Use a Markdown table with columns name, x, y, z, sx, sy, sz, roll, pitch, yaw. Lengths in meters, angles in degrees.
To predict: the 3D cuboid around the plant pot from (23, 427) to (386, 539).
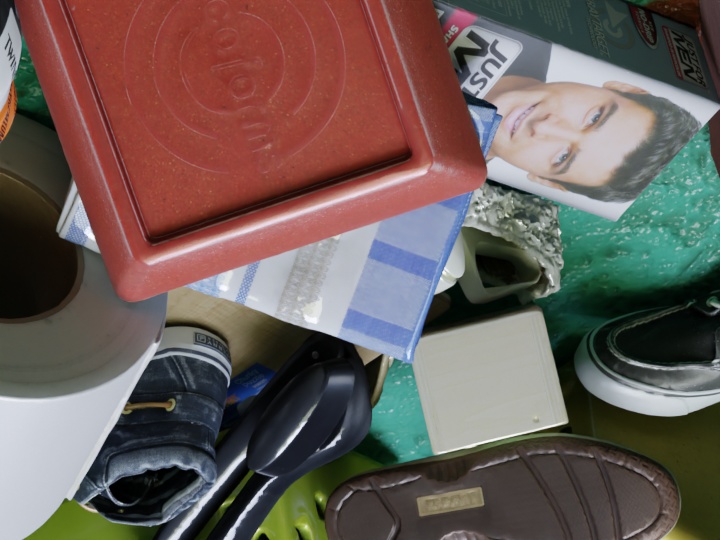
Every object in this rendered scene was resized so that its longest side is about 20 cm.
| name | x | y | z | sx | sy | sz | roll | pitch | yaw |
| --- | --- | --- | --- | --- | --- | --- | --- | --- | --- |
| plant pot | -0.073 | 0.219 | 1.733 | 0.199 | 0.182 | 0.199 | -25 | 156 | 20 |

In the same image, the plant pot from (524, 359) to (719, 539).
| name | x | y | z | sx | sy | sz | roll | pitch | yaw |
| --- | --- | --- | --- | --- | --- | --- | --- | --- | --- |
| plant pot | 0.158 | 0.167 | 1.773 | 0.195 | 0.195 | 0.200 | -34 | 125 | 25 |

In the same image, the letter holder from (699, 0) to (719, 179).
| name | x | y | z | sx | sy | sz | roll | pitch | yaw |
| --- | --- | --- | --- | --- | --- | --- | --- | --- | --- |
| letter holder | 0.242 | -0.086 | 1.527 | 0.100 | 0.143 | 0.200 | -12 | 140 | 1 |

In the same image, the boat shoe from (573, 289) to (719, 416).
| name | x | y | z | sx | sy | sz | roll | pitch | yaw |
| --- | --- | --- | --- | --- | --- | --- | --- | --- | --- |
| boat shoe | 0.223 | 0.036 | 1.726 | 0.199 | 0.071 | 0.064 | -5 | 141 | -19 |

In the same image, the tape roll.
| name | x | y | z | sx | sy | sz | roll | pitch | yaw |
| --- | --- | --- | --- | --- | --- | --- | --- | --- | --- |
| tape roll | -0.216 | 0.028 | 1.507 | 0.202 | 0.203 | 0.139 | 10 | 135 | -23 |

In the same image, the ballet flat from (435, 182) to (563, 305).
| name | x | y | z | sx | sy | sz | roll | pitch | yaw |
| --- | --- | --- | --- | --- | --- | --- | --- | --- | --- |
| ballet flat | 0.052 | -0.017 | 1.561 | 0.072 | 0.072 | 0.200 | -38 | 154 | 28 |

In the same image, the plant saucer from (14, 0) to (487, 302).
| name | x | y | z | sx | sy | sz | roll | pitch | yaw |
| --- | --- | --- | --- | --- | --- | --- | --- | --- | --- |
| plant saucer | -0.060 | -0.102 | 1.428 | 0.199 | 0.037 | 0.201 | -18 | 100 | 6 |

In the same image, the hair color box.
| name | x | y | z | sx | sy | sz | roll | pitch | yaw |
| --- | --- | --- | --- | --- | --- | --- | --- | --- | --- |
| hair color box | 0.079 | -0.103 | 1.533 | 0.199 | 0.061 | 0.099 | 17 | 132 | -30 |

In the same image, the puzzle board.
| name | x | y | z | sx | sy | sz | roll | pitch | yaw |
| --- | --- | --- | --- | --- | --- | --- | --- | --- | --- |
| puzzle board | -0.070 | 0.027 | 1.608 | 0.150 | 0.017 | 0.200 | 27 | 138 | -29 |

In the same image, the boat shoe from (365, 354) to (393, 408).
| name | x | y | z | sx | sy | sz | roll | pitch | yaw |
| --- | --- | --- | --- | --- | --- | --- | --- | --- | --- |
| boat shoe | -0.003 | 0.001 | 1.631 | 0.073 | 0.063 | 0.201 | -3 | 139 | -10 |

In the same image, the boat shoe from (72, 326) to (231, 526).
| name | x | y | z | sx | sy | sz | roll | pitch | yaw |
| --- | --- | --- | --- | --- | --- | --- | --- | --- | --- |
| boat shoe | -0.157 | 0.104 | 1.628 | 0.200 | 0.091 | 0.071 | -25 | 136 | 34 |

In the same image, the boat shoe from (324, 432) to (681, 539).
| name | x | y | z | sx | sy | sz | roll | pitch | yaw |
| --- | --- | --- | --- | --- | --- | --- | --- | --- | --- |
| boat shoe | 0.084 | 0.128 | 1.653 | 0.201 | 0.075 | 0.075 | -1 | -179 | 14 |

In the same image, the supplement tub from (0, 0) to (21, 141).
| name | x | y | z | sx | sy | sz | roll | pitch | yaw |
| --- | --- | --- | --- | --- | --- | --- | --- | --- | --- |
| supplement tub | -0.230 | -0.139 | 1.371 | 0.122 | 0.123 | 0.200 | -12 | 140 | 1 |

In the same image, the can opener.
| name | x | y | z | sx | sy | sz | roll | pitch | yaw |
| --- | --- | --- | --- | --- | --- | --- | --- | --- | --- |
| can opener | -0.064 | 0.113 | 1.612 | 0.078 | 0.063 | 0.200 | 10 | 127 | -50 |

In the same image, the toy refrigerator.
| name | x | y | z | sx | sy | sz | roll | pitch | yaw |
| --- | --- | --- | --- | --- | --- | --- | --- | --- | --- |
| toy refrigerator | 0.071 | 0.061 | 1.627 | 0.076 | 0.070 | 0.200 | -14 | 180 | 2 |

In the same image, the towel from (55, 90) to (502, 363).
| name | x | y | z | sx | sy | sz | roll | pitch | yaw |
| --- | --- | --- | --- | --- | --- | --- | --- | --- | --- |
| towel | -0.043 | -0.051 | 1.468 | 0.199 | 0.024 | 0.148 | 20 | 102 | -1 |
